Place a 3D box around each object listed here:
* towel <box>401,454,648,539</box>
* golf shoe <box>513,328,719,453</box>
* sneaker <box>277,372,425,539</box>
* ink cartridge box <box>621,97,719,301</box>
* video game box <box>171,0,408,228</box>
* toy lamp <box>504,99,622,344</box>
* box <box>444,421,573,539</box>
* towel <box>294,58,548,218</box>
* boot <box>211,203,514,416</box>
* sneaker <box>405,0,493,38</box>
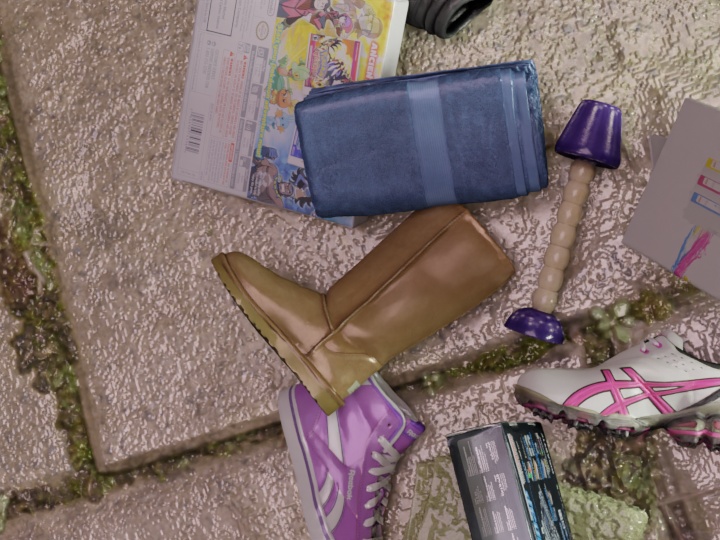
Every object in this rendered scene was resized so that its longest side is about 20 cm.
[{"bbox_3d":[0.130,0.240,1.123,0.199,0.036,0.149,10,88,18],"label":"towel"},{"bbox_3d":[0.225,0.092,1.091,0.199,0.073,0.092,6,81,7],"label":"golf shoe"},{"bbox_3d":[0.008,0.178,1.146,0.114,0.073,0.201,-20,80,12],"label":"sneaker"},{"bbox_3d":[0.304,-0.036,1.005,0.200,0.128,0.126,41,111,58],"label":"ink cartridge box"},{"bbox_3d":[-0.064,-0.156,1.183,0.182,0.047,0.201,17,106,19],"label":"video game box"},{"bbox_3d":[0.171,-0.042,1.123,0.058,0.058,0.201,19,93,17],"label":"toy lamp"},{"bbox_3d":[0.128,0.215,1.024,0.046,0.159,0.201,-17,79,16],"label":"box"},{"bbox_3d":[0.051,-0.106,1.115,0.199,0.049,0.112,-7,103,8],"label":"towel"},{"bbox_3d":[0.000,0.000,1.146,0.200,0.066,0.175,-40,85,-5],"label":"boot"},{"bbox_3d":[0.095,-0.288,1.161,0.099,0.071,0.200,37,102,14],"label":"sneaker"}]
